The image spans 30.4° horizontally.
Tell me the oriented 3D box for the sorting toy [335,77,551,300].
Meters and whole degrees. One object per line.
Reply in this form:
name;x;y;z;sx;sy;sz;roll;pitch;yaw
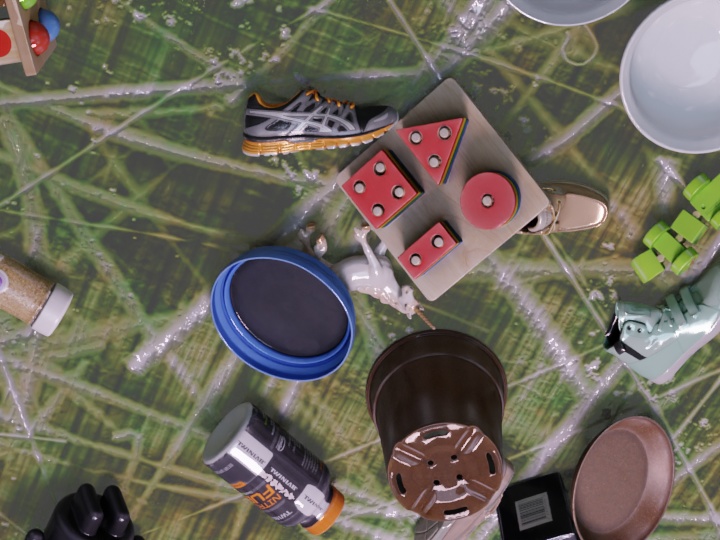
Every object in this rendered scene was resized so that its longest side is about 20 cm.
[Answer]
sorting toy;0.095;-0.098;1.627;0.198;0.070;0.201;-40;84;15

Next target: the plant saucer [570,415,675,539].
plant saucer;0.358;0.297;1.843;0.199;0.037;0.203;-9;105;-34

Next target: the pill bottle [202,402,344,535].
pill bottle;-0.114;0.282;1.836;0.200;0.106;0.106;42;109;-18

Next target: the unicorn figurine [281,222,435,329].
unicorn figurine;0.000;0.000;1.728;0.198;0.074;0.139;-2;118;19

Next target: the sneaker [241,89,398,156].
sneaker;-0.051;-0.188;1.629;0.198;0.078;0.078;-7;98;-4

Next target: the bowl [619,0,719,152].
bowl;0.402;-0.249;1.583;0.199;0.091;0.203;0;116;-1

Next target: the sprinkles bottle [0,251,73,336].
sprinkles bottle;-0.476;0.009;1.722;0.199;0.068;0.068;31;112;-14

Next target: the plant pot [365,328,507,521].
plant pot;0.105;0.213;1.753;0.198;0.199;0.202;0;116;0

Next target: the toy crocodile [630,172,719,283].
toy crocodile;0.427;-0.060;1.702;0.068;0.062;0.200;45;106;18

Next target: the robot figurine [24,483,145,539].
robot figurine;-0.395;0.400;1.879;0.149;0.125;0.201;29;113;0

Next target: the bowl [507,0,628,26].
bowl;0.238;-0.391;1.521;0.199;0.091;0.203;0;117;0

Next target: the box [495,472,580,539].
box;0.274;0.417;1.881;0.103;0.148;0.201;-19;114;9

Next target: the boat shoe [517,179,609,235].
boat shoe;0.223;-0.074;1.686;0.198;0.069;0.074;3;116;-2

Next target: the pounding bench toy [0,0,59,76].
pounding bench toy;-0.444;-0.330;1.526;0.154;0.125;0.202;-8;116;4

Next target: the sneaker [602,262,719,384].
sneaker;0.405;0.054;1.744;0.117;0.074;0.201;25;116;-19

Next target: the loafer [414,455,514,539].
loafer;0.158;0.336;1.892;0.063;0.072;0.200;27;120;-27

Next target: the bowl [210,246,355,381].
bowl;-0.099;0.055;1.730;0.198;0.039;0.202;11;128;14
